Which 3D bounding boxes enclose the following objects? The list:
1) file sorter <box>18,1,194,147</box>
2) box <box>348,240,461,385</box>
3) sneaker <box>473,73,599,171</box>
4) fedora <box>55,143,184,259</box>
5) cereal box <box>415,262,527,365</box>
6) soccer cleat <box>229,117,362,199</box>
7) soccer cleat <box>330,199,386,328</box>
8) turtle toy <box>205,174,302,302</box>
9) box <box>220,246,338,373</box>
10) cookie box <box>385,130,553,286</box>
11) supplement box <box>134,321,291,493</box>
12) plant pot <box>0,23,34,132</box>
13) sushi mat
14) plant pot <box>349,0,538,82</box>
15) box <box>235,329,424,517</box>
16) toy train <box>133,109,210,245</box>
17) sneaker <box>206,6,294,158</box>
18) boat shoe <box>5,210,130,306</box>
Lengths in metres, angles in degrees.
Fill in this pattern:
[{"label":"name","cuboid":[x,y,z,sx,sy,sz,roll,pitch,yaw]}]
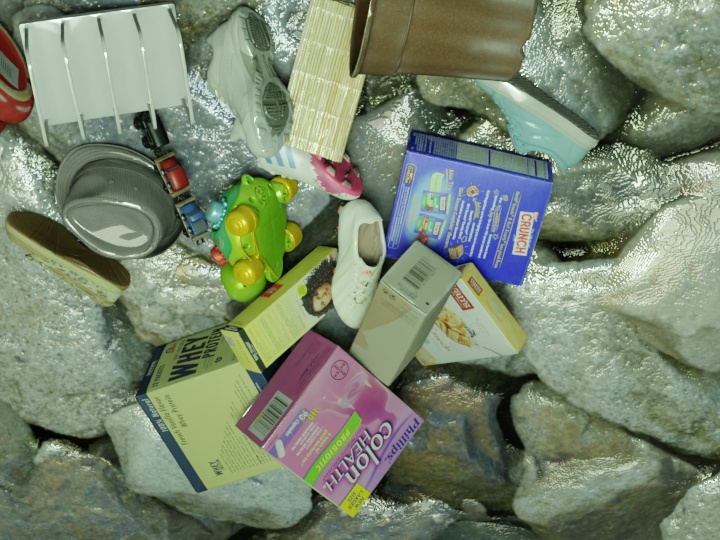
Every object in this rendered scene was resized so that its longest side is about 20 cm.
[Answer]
[{"label":"file sorter","cuboid":[-0.322,-0.247,1.417,0.199,0.125,0.139,-10,119,-11]},{"label":"box","cuboid":[0.057,0.062,1.510,0.078,0.095,0.200,36,144,10]},{"label":"sneaker","cuboid":[0.213,-0.195,1.447,0.199,0.074,0.082,33,114,-12]},{"label":"fedora","cuboid":[-0.349,-0.081,1.568,0.199,0.090,0.177,21,120,-5]},{"label":"cereal box","cuboid":[0.121,0.066,1.572,0.200,0.040,0.144,-14,121,51]},{"label":"soccer cleat","cuboid":[-0.089,-0.154,1.515,0.200,0.070,0.086,39,125,-9]},{"label":"soccer cleat","cuboid":[0.000,0.000,1.532,0.069,0.078,0.201,-15,121,-26]},{"label":"turtle toy","cuboid":[-0.157,-0.043,1.551,0.101,0.146,0.201,12,122,25]},{"label":"box","cuboid":[-0.099,0.052,1.562,0.050,0.200,0.075,9,134,52]},{"label":"cookie box","cuboid":[0.145,-0.083,1.516,0.199,0.075,0.172,13,123,0]},{"label":"supplement box","cuboid":[-0.195,0.199,1.684,0.199,0.134,0.201,-20,116,16]},{"label":"plant pot","cuboid":[-0.540,-0.243,1.444,0.182,0.201,0.201,-27,114,10]},{"label":"sushi mat","cuboid":[-0.043,-0.249,1.444,0.095,0.012,0.201,15,101,-3]},{"label":"plant pot","cuboid":[0.099,-0.315,1.332,0.197,0.201,0.201,9,121,-7]},{"label":"box","cuboid":[-0.042,0.219,1.587,0.200,0.097,0.176,43,80,-31]},{"label":"toy train","cuboid":[-0.257,-0.129,1.531,0.046,0.034,0.201,-8,109,56]},{"label":"sneaker","cuboid":[-0.151,-0.232,1.440,0.099,0.078,0.201,-22,73,34]},{"label":"boat shoe","cuboid":[-0.437,-0.013,1.627,0.200,0.073,0.063,34,119,-15]}]
